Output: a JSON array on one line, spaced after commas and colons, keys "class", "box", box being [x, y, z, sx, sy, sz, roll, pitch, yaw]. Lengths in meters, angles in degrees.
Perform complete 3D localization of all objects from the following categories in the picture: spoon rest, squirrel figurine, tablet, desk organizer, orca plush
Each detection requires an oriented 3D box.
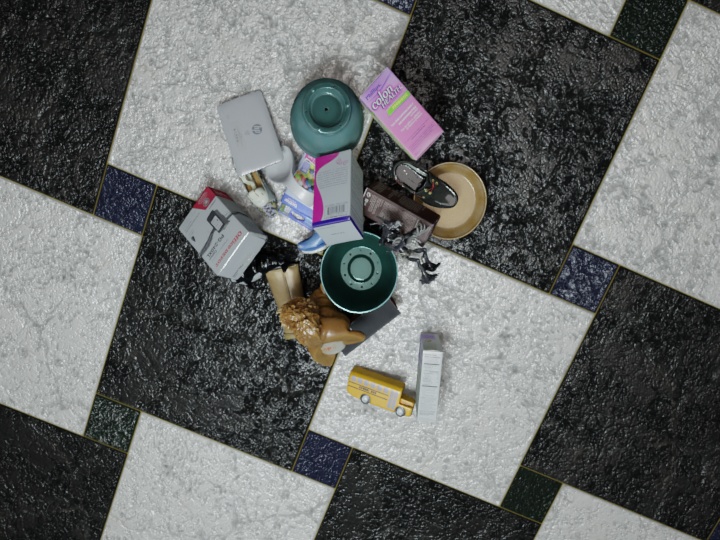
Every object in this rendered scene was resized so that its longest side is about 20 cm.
[{"class": "spoon rest", "box": [-0.186, -0.248, 1.367, 0.100, 0.060, 0.201, -50, 61, 16]}, {"class": "squirrel figurine", "box": [-0.111, 0.118, 1.357, 0.197, 0.189, 0.141, 22, 126, -39]}, {"class": "tablet", "box": [-0.288, -0.358, 1.372, 0.127, 0.014, 0.204, -20, 83, -2]}, {"class": "desk organizer", "box": [0.009, 0.137, 1.464, 0.199, 0.077, 0.072, -38, 113, 9]}, {"class": "orca plush", "box": [-0.290, -0.004, 1.425, 0.195, 0.071, 0.108, 3, 84, 26]}]

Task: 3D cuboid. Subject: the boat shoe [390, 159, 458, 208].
[{"class": "boat shoe", "box": [0.167, -0.219, 1.366, 0.198, 0.063, 0.075, 30, 99, -5]}]

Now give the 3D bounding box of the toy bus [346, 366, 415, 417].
[{"class": "toy bus", "box": [0.061, 0.345, 1.498, 0.195, 0.065, 0.080, 16, 101, 13]}]

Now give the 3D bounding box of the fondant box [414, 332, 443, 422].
[{"class": "fondant box", "box": [0.188, 0.294, 1.464, 0.057, 0.144, 0.206, 5, 102, 2]}]

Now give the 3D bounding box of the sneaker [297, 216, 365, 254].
[{"class": "sneaker", "box": [-0.089, -0.118, 1.408, 0.197, 0.079, 0.090, -31, 106, 7]}]

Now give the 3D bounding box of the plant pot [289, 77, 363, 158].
[{"class": "plant pot", "box": [-0.084, -0.389, 1.317, 0.195, 0.134, 0.206, 0, 92, -3]}]

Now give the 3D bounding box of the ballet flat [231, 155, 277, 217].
[{"class": "ballet flat", "box": [-0.289, -0.228, 1.408, 0.071, 0.072, 0.204, -25, 100, 7]}]

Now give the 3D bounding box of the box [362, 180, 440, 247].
[{"class": "box", "box": [0.102, -0.149, 1.373, 0.197, 0.100, 0.076, 29, 116, 10]}]

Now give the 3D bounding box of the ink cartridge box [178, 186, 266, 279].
[{"class": "ink cartridge box", "box": [-0.364, -0.098, 1.387, 0.200, 0.083, 0.146, 44, 101, 24]}]

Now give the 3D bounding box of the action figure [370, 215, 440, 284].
[{"class": "action figure", "box": [0.119, -0.068, 1.280, 0.200, 0.119, 0.102, 46, 128, -11]}]

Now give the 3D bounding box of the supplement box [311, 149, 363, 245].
[{"class": "supplement box", "box": [-0.053, -0.180, 1.298, 0.099, 0.104, 0.205, -8, 63, 18]}]

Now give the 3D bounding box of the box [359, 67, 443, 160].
[{"class": "box", "box": [0.099, -0.382, 1.310, 0.097, 0.176, 0.200, -44, 97, 10]}]

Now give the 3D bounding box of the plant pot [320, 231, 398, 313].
[{"class": "plant pot", "box": [0.000, 0.000, 1.393, 0.195, 0.161, 0.206, 0, 93, 2]}]

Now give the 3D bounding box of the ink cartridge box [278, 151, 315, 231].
[{"class": "ink cartridge box", "box": [-0.134, -0.219, 1.422, 0.118, 0.042, 0.203, 28, 103, -4]}]

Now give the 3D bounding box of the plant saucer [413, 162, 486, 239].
[{"class": "plant saucer", "box": [0.239, -0.187, 1.418, 0.194, 0.035, 0.206, 0, 101, 2]}]

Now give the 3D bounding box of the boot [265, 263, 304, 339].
[{"class": "boot", "box": [-0.163, 0.081, 1.472, 0.171, 0.066, 0.205, -12, 100, 3]}]
